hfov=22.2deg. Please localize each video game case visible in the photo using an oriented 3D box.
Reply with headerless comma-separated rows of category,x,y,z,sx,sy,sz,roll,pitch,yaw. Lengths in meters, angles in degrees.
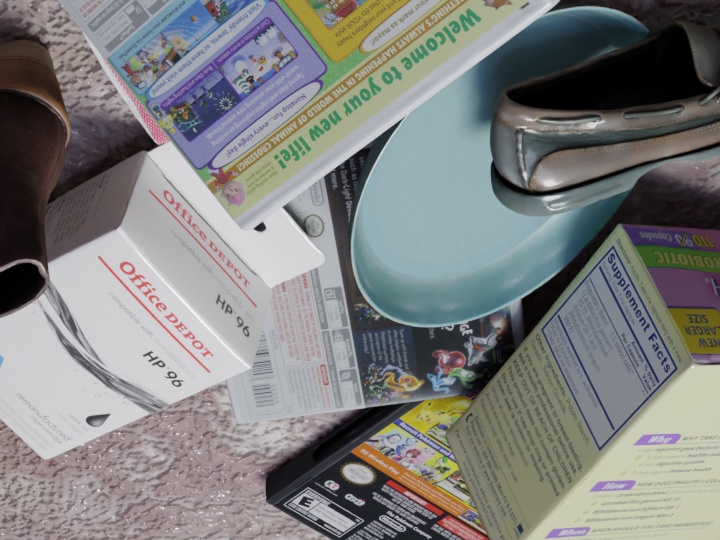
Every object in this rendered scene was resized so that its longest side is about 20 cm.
video game case,0.069,0.144,1.217,0.199,0.026,0.180,34,125,-31
video game case,0.000,0.000,1.050,0.180,0.023,0.201,-7,129,3
video game case,-0.040,-0.137,0.805,0.199,0.022,0.182,-34,99,33

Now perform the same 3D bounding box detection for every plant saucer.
plant saucer,0.073,-0.057,0.954,0.199,0.027,0.201,-25,140,-22

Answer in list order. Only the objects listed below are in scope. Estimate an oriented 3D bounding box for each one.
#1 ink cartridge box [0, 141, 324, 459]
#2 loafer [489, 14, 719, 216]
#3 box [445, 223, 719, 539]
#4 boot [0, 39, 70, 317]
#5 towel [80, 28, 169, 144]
ink cartridge box,-0.131,0.015,1.006,0.199,0.068,0.116,-25,122,29
loafer,0.154,-0.091,0.914,0.199,0.072,0.063,-25,131,-16
box,0.179,0.075,1.070,0.175,0.097,0.200,2,140,-34
boot,-0.238,-0.032,0.904,0.198,0.167,0.073,-16,135,12
towel,-0.056,-0.153,0.834,0.199,0.030,0.147,-20,108,32
